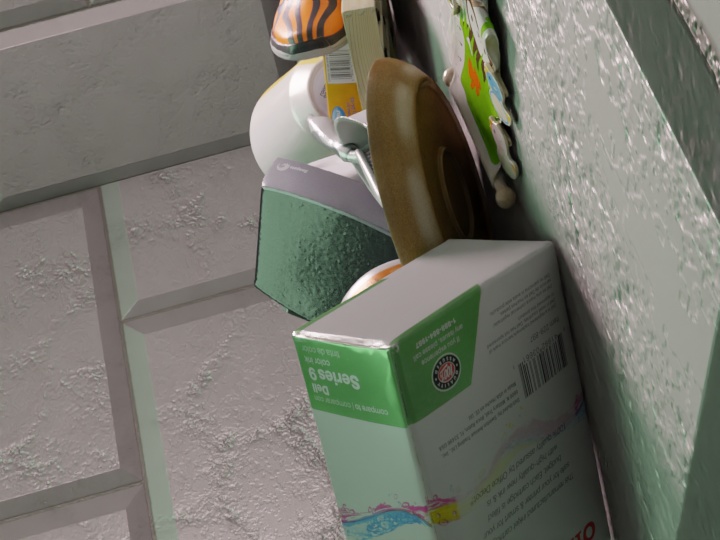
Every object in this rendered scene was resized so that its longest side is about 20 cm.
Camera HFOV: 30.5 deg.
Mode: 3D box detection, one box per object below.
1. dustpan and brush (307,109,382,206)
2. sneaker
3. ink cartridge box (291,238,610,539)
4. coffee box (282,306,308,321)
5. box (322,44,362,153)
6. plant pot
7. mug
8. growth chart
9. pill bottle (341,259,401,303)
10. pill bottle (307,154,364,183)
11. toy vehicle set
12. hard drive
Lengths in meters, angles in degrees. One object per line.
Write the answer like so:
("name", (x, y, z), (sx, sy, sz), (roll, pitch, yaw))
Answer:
("dustpan and brush", (0.008, -0.085, 1.024), (0.140, 0.057, 0.201), (59, -179, -38))
("sneaker", (-0.050, -0.264, 1.139), (0.201, 0.077, 0.113), (-90, -12, -56))
("ink cartridge box", (0.058, 0.101, 0.757), (0.087, 0.145, 0.202), (2, 115, 45))
("coffee box", (-0.015, -0.036, 1.437), (0.200, 0.044, 0.124), (-40, -33, -62))
("box", (-0.011, -0.217, 1.290), (0.201, 0.041, 0.120), (-90, -4, -54))
("plant pot", (0.054, -0.047, 0.876), (0.200, 0.027, 0.203), (-15, -90, -72))
("mug", (-0.043, -0.189, 1.461), (0.153, 0.148, 0.189), (139, 113, -70))
("growth chart", (0.064, -0.147, 0.797), (0.146, 0.018, 0.201), (-108, 4, -47))
("pill bottle", (0.062, 0.087, 0.952), (0.200, 0.111, 0.113), (-124, 16, -51))
("pill bottle", (0.000, 0.000, 1.206), (0.112, 0.111, 0.202), (-114, 9, -74))
("toy vehicle set", (0.009, -0.207, 1.119), (0.201, 0.026, 0.125), (-90, -10, -54))
("hard drive", (-0.004, -0.003, 1.105), (0.042, 0.198, 0.136), (-34, -40, -49))
